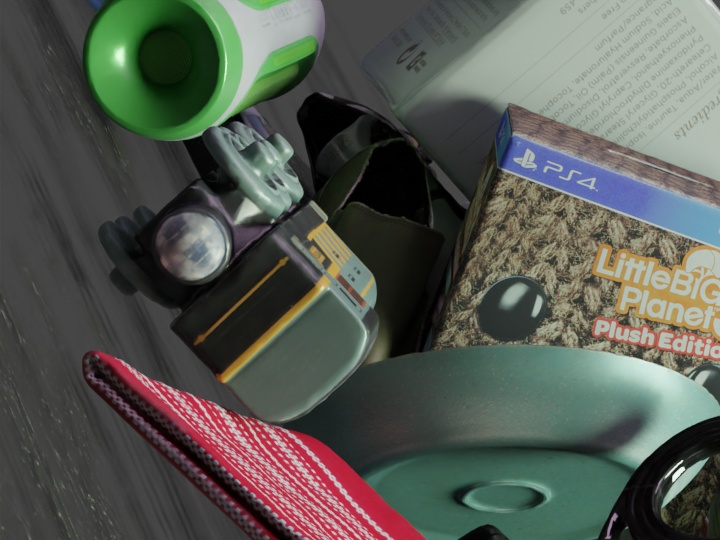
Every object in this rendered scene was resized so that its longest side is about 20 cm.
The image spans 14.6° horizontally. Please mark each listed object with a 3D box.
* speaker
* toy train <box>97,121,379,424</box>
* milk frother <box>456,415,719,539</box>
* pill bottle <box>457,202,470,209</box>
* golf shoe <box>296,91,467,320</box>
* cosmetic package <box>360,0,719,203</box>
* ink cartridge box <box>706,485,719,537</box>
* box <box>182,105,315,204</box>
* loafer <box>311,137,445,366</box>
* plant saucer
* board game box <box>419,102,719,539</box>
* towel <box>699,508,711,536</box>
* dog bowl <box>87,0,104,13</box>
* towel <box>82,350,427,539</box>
[{"bbox_3d":[-0.076,-0.118,1.441,0.088,0.088,0.200,57,17,-2],"label":"speaker"},{"bbox_3d":[-0.044,0.001,1.189,0.114,0.085,0.200,48,5,-1],"label":"toy train"},{"bbox_3d":[0.141,0.179,1.206,0.188,0.200,0.181,50,25,-48],"label":"milk frother"},{"bbox_3d":[0.077,0.069,1.674,0.200,0.111,0.111,56,7,-11],"label":"pill bottle"},{"bbox_3d":[0.014,-0.030,1.562,0.094,0.078,0.200,41,7,-37],"label":"golf shoe"},{"bbox_3d":[0.131,-0.079,1.528,0.200,0.166,0.167,49,4,-14],"label":"cosmetic package"},{"bbox_3d":[0.220,0.170,1.424,0.145,0.087,0.200,-82,176,-71],"label":"ink cartridge box"},{"bbox_3d":[-0.031,-0.005,1.552,0.137,0.038,0.200,48,12,-55],"label":"box"},{"bbox_3d":[0.000,0.000,1.414,0.075,0.070,0.200,20,37,-13],"label":"loafer"},{"bbox_3d":[0.065,0.087,1.271,0.200,0.200,0.036,47,38,-57],"label":"plant saucer"},{"bbox_3d":[0.113,0.041,1.403,0.159,0.200,0.097,19,12,-2],"label":"board game box"},{"bbox_3d":[0.112,0.120,1.560,0.146,0.030,0.200,49,-33,-21],"label":"towel"},{"bbox_3d":[-0.117,-0.159,1.597,0.200,0.050,0.112,49,11,-48],"label":"dog bowl"},{"bbox_3d":[-0.017,0.092,1.082,0.145,0.022,0.200,40,3,24],"label":"towel"}]
